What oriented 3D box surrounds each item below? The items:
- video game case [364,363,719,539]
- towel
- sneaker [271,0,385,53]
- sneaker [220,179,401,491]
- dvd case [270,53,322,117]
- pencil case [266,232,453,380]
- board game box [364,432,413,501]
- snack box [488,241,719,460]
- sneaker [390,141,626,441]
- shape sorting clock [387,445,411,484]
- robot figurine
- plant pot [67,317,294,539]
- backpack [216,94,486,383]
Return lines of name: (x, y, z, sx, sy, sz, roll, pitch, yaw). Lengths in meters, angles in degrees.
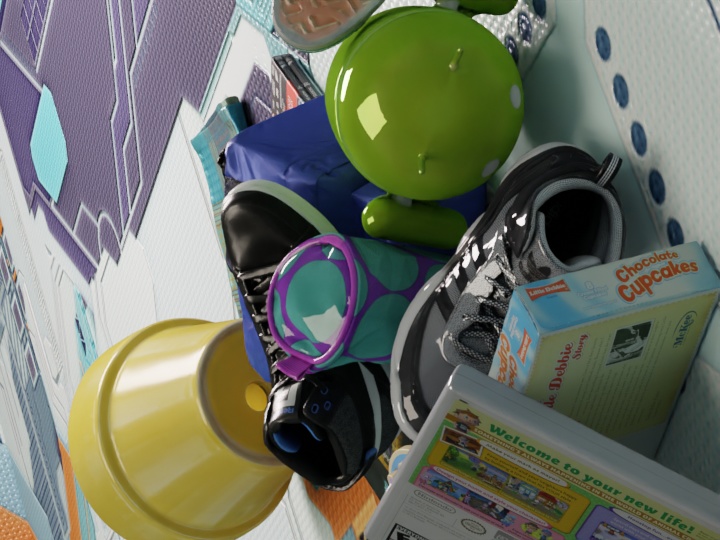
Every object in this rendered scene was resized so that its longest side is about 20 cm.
video game case: (0.116, 0.149, 1.445, 0.022, 0.199, 0.182, -62, -1, -37)
towel: (-0.105, -0.043, 2.226, 0.147, 0.022, 0.201, 145, 112, -71)
sneaker: (0.007, -0.211, 1.586, 0.071, 0.201, 0.080, 29, 161, 6)
sneaker: (-0.039, 0.047, 1.601, 0.201, 0.073, 0.112, 60, -150, -15)
dvd case: (-0.028, -0.061, 1.984, 0.200, 0.022, 0.147, -124, 28, -50)
pencil case: (0.035, 0.032, 1.581, 0.085, 0.199, 0.093, 28, 101, 44)
board game box: (0.027, 0.121, 1.893, 0.200, 0.028, 0.136, 55, 152, 37)
snack box: (0.128, 0.069, 1.448, 0.200, 0.116, 0.037, 103, 147, -51)
sneaker: (0.086, 0.012, 1.449, 0.201, 0.075, 0.114, -59, 10, -6)
shape sorting clock: (0.075, 0.213, 1.761, 0.200, 0.039, 0.200, 49, 161, 23)
robot figurine: (0.038, -0.105, 1.561, 0.200, 0.115, 0.177, -123, 48, -81)
plant pot: (-0.124, 0.126, 2.146, 0.189, 0.200, 0.202, -31, 72, 56)
backpack: (0.000, 0.000, 1.717, 0.167, 0.162, 0.201, 27, 128, 42)
